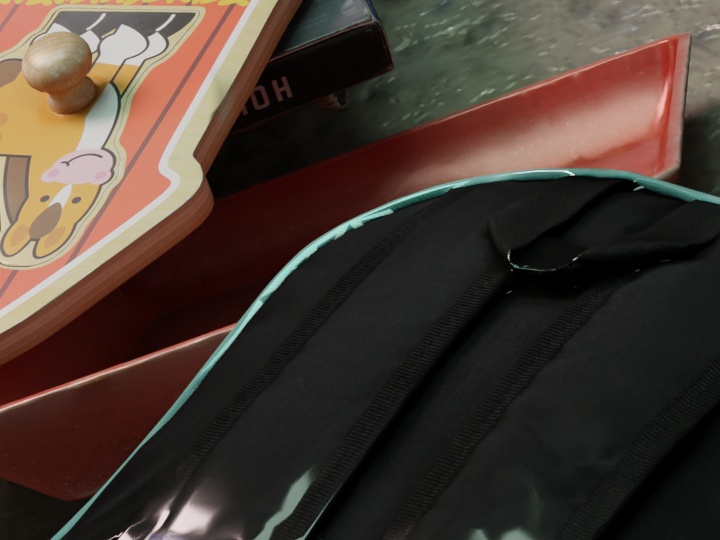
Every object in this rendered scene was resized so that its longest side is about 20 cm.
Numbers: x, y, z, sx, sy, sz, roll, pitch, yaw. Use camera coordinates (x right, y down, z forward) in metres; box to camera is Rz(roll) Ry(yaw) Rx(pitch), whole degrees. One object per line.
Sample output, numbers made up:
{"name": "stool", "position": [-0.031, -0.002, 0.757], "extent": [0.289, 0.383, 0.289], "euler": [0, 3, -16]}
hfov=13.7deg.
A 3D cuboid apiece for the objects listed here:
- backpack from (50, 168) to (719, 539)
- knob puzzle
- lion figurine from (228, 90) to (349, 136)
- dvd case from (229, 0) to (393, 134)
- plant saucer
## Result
{"name": "backpack", "position": [0.029, 0.081, 0.626], "extent": [0.175, 0.153, 0.200], "euler": [10, 58, 40]}
{"name": "knob puzzle", "position": [-0.131, -0.030, 0.833], "extent": [0.219, 0.031, 0.220], "euler": [-12, 40, 10]}
{"name": "lion figurine", "position": [-0.058, -0.090, 0.997], "extent": [0.122, 0.073, 0.200], "euler": [-16, 29, 28]}
{"name": "dvd case", "position": [-0.086, -0.095, 0.932], "extent": [0.150, 0.025, 0.200], "euler": [-21, 38, -2]}
{"name": "plant saucer", "position": [0.000, 0.000, 0.811], "extent": [0.199, 0.037, 0.200], "euler": [-19, 12, 11]}
